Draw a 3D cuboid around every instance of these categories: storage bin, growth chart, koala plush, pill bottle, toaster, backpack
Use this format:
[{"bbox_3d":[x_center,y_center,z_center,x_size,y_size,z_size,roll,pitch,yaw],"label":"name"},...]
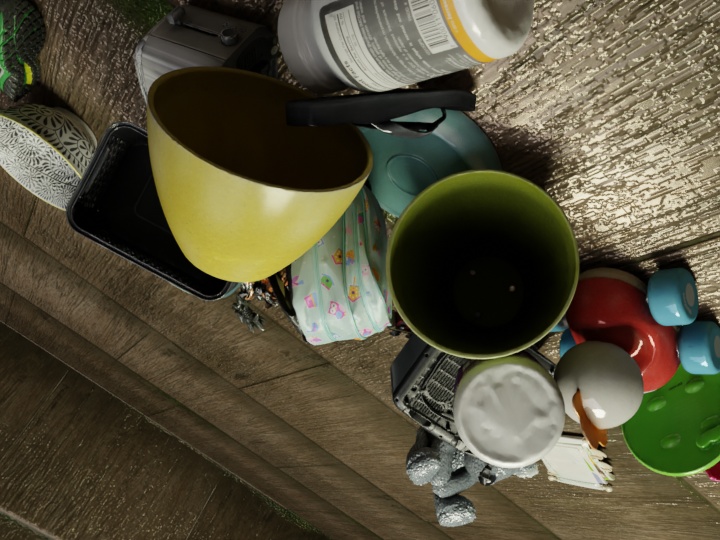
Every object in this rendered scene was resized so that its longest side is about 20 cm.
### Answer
[{"bbox_3d":[-0.216,-0.067,0.748,0.199,0.136,0.094,29,-178,-5],"label":"storage bin"},{"bbox_3d":[0.385,0.347,1.152,0.144,0.018,0.201,2,140,37],"label":"growth chart"},{"bbox_3d":[0.215,0.340,1.180,0.199,0.184,0.178,-23,112,28],"label":"koala plush"},{"bbox_3d":[0.031,-0.215,0.530,0.199,0.117,0.117,-1,138,42],"label":"pill bottle"},{"bbox_3d":[0.161,0.142,0.721,0.111,0.113,0.200,24,-178,8],"label":"pill bottle"},{"bbox_3d":[0.150,0.152,0.893,0.180,0.201,0.119,33,-170,-8],"label":"toaster"},{"bbox_3d":[-0.029,-0.019,0.715,0.125,0.202,0.167,-12,153,16],"label":"backpack"},{"bbox_3d":[-0.167,-0.199,0.722,0.128,0.114,0.201,26,151,12],"label":"toaster"}]

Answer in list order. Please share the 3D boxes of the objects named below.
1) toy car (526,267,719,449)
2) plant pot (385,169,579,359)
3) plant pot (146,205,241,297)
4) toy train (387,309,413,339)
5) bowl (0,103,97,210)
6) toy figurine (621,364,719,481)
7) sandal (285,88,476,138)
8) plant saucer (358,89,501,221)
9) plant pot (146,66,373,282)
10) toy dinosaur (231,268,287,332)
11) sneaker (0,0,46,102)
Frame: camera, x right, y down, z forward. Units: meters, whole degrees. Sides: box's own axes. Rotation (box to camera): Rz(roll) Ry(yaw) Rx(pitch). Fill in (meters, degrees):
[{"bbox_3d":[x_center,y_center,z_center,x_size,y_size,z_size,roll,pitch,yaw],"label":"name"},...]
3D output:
[{"bbox_3d":[0.283,0.119,0.725,0.183,0.201,0.177,-8,133,46],"label":"toy car"},{"bbox_3d":[0.137,0.010,0.713,0.186,0.189,0.200,19,174,16],"label":"plant pot"},{"bbox_3d":[-0.203,-0.081,0.874,0.135,0.201,0.200,-40,112,23],"label":"plant pot"},{"bbox_3d":[0.066,0.078,0.949,0.198,0.034,0.046,16,144,-23],"label":"toy train"},{"bbox_3d":[-0.481,-0.193,1.003,0.199,0.095,0.201,20,148,13],"label":"bowl"},{"bbox_3d":[0.466,0.197,0.798,0.183,0.151,0.200,29,127,-27],"label":"toy figurine"},{"bbox_3d":[0.021,-0.144,0.595,0.076,0.199,0.043,25,123,55],"label":"sandal"},{"bbox_3d":[0.063,-0.116,0.734,0.199,0.028,0.201,21,149,13],"label":"plant saucer"},{"bbox_3d":[-0.105,-0.076,0.592,0.199,0.200,0.143,27,125,3],"label":"plant pot"},{"bbox_3d":[-0.174,0.013,1.083,0.199,0.102,0.137,34,139,28],"label":"toy dinosaur"},{"bbox_3d":[-0.486,-0.306,0.859,0.085,0.078,0.200,39,148,-15],"label":"sneaker"}]
